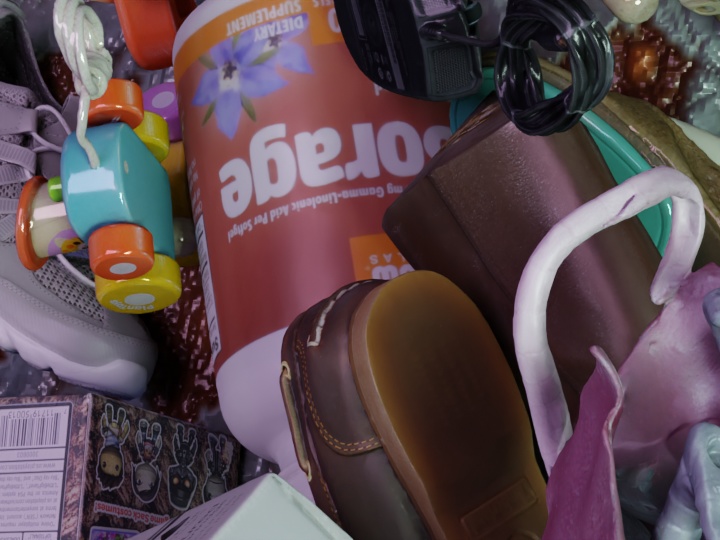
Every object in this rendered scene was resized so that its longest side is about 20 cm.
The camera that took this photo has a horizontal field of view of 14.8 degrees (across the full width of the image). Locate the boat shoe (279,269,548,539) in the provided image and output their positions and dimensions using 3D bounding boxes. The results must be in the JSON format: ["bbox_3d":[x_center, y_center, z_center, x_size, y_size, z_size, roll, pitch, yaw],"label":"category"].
[{"bbox_3d":[0.032,0.098,0.873,0.070,0.070,0.200,-21,86,53],"label":"boat shoe"}]

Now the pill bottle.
[{"bbox_3d":[0.000,0.000,0.977,0.112,0.112,0.200,-22,66,28],"label":"pill bottle"}]

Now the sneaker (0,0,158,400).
[{"bbox_3d":[-0.131,-0.033,1.098,0.082,0.075,0.200,-47,55,17],"label":"sneaker"}]

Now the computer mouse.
[{"bbox_3d":[0.038,-0.077,0.851,0.200,0.034,0.059,-151,45,-67],"label":"computer mouse"}]

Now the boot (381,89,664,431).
[{"bbox_3d":[0.098,0.015,0.834,0.186,0.064,0.200,-40,75,47],"label":"boot"}]

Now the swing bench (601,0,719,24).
[{"bbox_3d":[0.089,-0.143,0.902,0.200,0.199,0.130,33,96,35],"label":"swing bench"}]

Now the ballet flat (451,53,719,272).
[{"bbox_3d":[0.118,-0.007,0.911,0.200,0.072,0.068,40,131,25],"label":"ballet flat"}]

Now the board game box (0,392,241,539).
[{"bbox_3d":[-0.141,0.154,1.039,0.159,0.097,0.200,-4,75,34],"label":"board game box"}]

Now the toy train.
[{"bbox_3d":[-0.094,-0.065,1.020,0.056,0.200,0.150,-11,107,12],"label":"toy train"}]

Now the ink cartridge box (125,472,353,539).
[{"bbox_3d":[-0.076,0.153,0.855,0.146,0.086,0.200,-47,8,-24],"label":"ink cartridge box"}]

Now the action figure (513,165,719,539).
[{"bbox_3d":[0.060,0.097,0.759,0.149,0.134,0.200,51,143,23],"label":"action figure"}]
